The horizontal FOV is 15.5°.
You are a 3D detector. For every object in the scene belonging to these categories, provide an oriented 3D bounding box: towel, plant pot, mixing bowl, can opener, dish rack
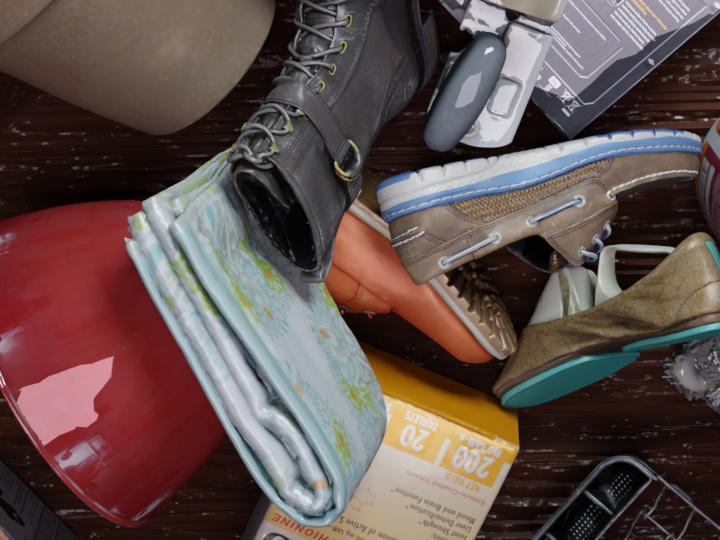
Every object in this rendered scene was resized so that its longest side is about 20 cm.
[{"bbox_3d":[-0.050,0.033,1.478,0.048,0.171,0.200,-27,97,17],"label":"towel"},{"bbox_3d":[-0.146,-0.166,1.478,0.200,0.200,0.175,-43,120,14],"label":"plant pot"},{"bbox_3d":[-0.127,0.036,1.525,0.108,0.200,0.200,-28,107,14],"label":"mixing bowl"},{"bbox_3d":[0.093,-0.156,1.482,0.053,0.066,0.200,21,104,-5],"label":"can opener"},{"bbox_3d":[0.190,0.221,1.650,0.200,0.055,0.153,40,107,2],"label":"dish rack"}]

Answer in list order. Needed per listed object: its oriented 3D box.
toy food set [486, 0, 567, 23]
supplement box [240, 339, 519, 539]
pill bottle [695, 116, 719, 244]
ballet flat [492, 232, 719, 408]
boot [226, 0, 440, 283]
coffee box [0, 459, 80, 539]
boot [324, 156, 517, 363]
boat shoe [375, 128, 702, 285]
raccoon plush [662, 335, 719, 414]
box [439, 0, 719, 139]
[{"bbox_3d":[0.038,-0.227,1.398,0.200,0.060,0.144,17,97,-20],"label":"toy food set"},{"bbox_3d":[0.001,0.157,1.636,0.126,0.074,0.200,22,108,-6],"label":"supplement box"},{"bbox_3d":[0.256,-0.031,1.496,0.110,0.200,0.110,-1,107,-2],"label":"pill bottle"},{"bbox_3d":[0.147,0.024,1.571,0.068,0.200,0.072,-3,75,-37],"label":"ballet flat"},{"bbox_3d":[-0.025,-0.114,1.466,0.069,0.174,0.200,3,136,33],"label":"boot"},{"bbox_3d":[-0.221,0.216,1.657,0.114,0.080,0.200,-39,104,13],"label":"coffee box"},{"bbox_3d":[0.000,0.000,1.587,0.200,0.075,0.107,42,109,-5],"label":"boot"},{"bbox_3d":[0.109,-0.035,1.545,0.200,0.072,0.072,-12,87,-14],"label":"boat shoe"},{"bbox_3d":[0.241,0.110,1.612,0.134,0.097,0.200,11,110,5],"label":"raccoon plush"},{"bbox_3d":[0.113,-0.200,1.522,0.158,0.048,0.200,-41,104,14],"label":"box"}]
